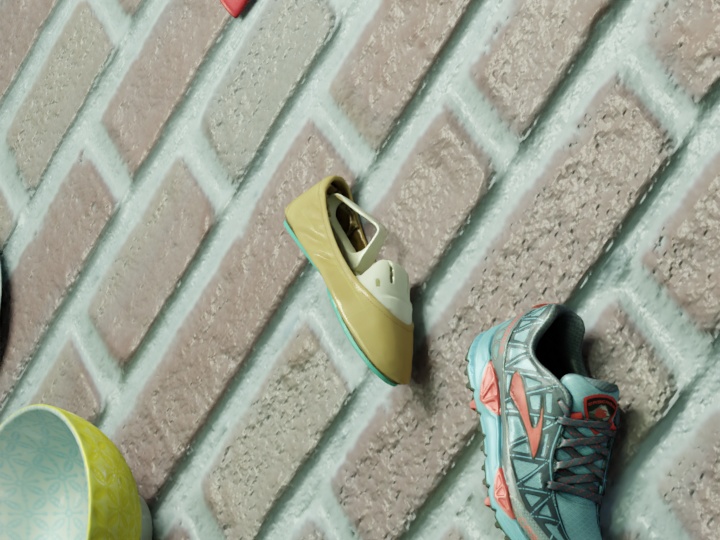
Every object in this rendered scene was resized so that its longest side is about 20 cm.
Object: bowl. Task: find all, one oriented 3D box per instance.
[{"bbox_3d":[-0.240,0.219,1.767,0.199,0.107,0.202,-17,67,45],"label":"bowl"}]

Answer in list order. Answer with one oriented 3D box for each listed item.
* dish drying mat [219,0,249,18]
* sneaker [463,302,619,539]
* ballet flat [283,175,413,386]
[{"bbox_3d":[-0.066,-0.311,1.783,0.200,0.018,0.077,-51,45,27],"label":"dish drying mat"},{"bbox_3d":[0.129,0.109,1.390,0.095,0.079,0.201,-37,54,34],"label":"sneaker"},{"bbox_3d":[0.000,0.000,1.584,0.063,0.068,0.200,-44,49,14],"label":"ballet flat"}]
